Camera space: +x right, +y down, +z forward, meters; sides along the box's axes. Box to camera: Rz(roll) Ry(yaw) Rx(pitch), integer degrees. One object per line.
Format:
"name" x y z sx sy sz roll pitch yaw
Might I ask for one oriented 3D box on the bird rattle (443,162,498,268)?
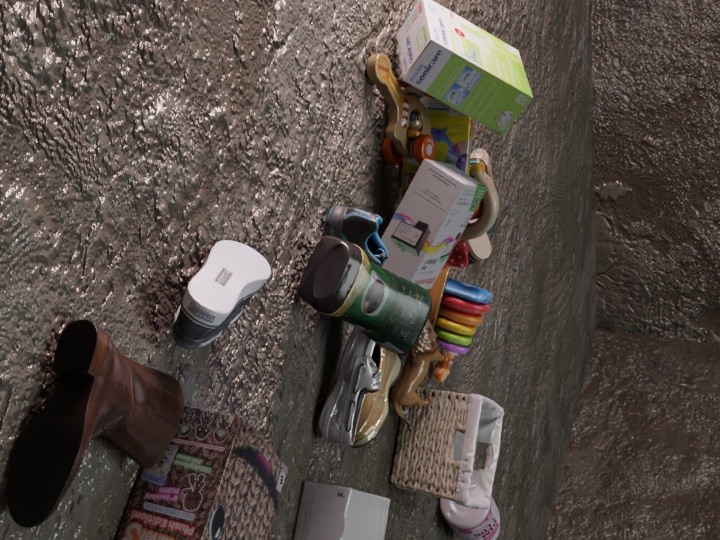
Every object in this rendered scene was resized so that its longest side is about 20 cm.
"bird rattle" 0.168 -0.108 1.780 0.112 0.161 0.204 -9 85 -53

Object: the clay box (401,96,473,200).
"clay box" 0.131 -0.210 1.719 0.048 0.112 0.205 -30 124 -75

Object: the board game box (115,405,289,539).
"board game box" -0.171 0.272 1.086 0.160 0.095 0.203 61 39 -56

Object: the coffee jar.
"coffee jar" 0.006 0.034 1.407 0.199 0.085 0.106 32 81 -40

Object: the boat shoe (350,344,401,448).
"boat shoe" 0.007 0.185 1.589 0.077 0.070 0.202 63 29 -32

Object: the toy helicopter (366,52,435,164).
"toy helicopter" 0.066 -0.270 1.600 0.201 0.078 0.134 54 51 -43

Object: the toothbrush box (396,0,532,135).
"toothbrush box" 0.163 -0.326 1.603 0.086 0.197 0.147 -52 -154 34

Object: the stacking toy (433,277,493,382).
"stacking toy" 0.184 0.126 1.997 0.116 0.108 0.204 -1 107 -71

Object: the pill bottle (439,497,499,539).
"pill bottle" 0.247 0.539 2.228 0.201 0.111 0.115 61 41 -56

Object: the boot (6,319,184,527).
"boot" -0.236 0.164 0.948 0.201 0.063 0.190 62 41 -63

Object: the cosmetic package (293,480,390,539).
"cosmetic package" -0.026 0.386 1.522 0.200 0.080 0.115 43 56 -63

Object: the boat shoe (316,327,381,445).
"boat shoe" 0.001 0.161 1.498 0.071 0.068 0.204 36 73 -72

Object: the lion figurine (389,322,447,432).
"lion figurine" 0.093 0.181 1.792 0.122 0.071 0.204 28 73 -60

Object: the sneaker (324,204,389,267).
"sneaker" 0.000 0.000 1.481 0.074 0.080 0.203 -64 153 -47

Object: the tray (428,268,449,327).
"tray" 0.134 0.003 1.896 0.099 0.036 0.203 65 36 -53

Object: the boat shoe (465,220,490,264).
"boat shoe" 0.189 -0.107 1.943 0.072 0.063 0.204 -9 76 -35

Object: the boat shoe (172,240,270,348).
"boat shoe" -0.155 0.028 1.112 0.068 0.071 0.200 -56 -175 22

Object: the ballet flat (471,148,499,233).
"ballet flat" 0.263 -0.172 2.148 0.068 0.067 0.203 -71 158 -47

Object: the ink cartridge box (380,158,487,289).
"ink cartridge box" 0.109 -0.070 1.638 0.202 0.083 0.144 -61 162 13

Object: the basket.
"basket" 0.165 0.332 1.894 0.200 0.158 0.202 38 60 -66
